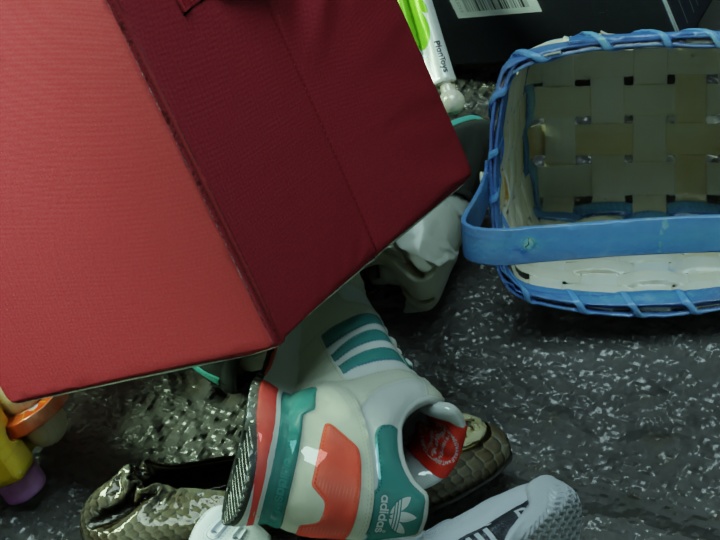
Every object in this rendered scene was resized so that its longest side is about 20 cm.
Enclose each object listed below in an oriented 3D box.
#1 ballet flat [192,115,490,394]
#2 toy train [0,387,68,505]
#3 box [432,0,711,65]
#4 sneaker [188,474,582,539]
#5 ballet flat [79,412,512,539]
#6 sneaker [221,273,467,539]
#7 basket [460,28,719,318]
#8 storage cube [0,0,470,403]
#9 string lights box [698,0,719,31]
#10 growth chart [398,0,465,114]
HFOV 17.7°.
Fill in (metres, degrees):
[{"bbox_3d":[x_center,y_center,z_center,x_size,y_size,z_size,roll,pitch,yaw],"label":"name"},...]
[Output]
[{"bbox_3d":[0.000,0.000,1.140,0.199,0.068,0.069,-32,57,-9],"label":"ballet flat"},{"bbox_3d":[-0.182,0.025,1.060,0.055,0.150,0.201,-20,51,26],"label":"toy train"},{"bbox_3d":[0.109,-0.209,1.261,0.199,0.104,0.183,0,43,38],"label":"box"},{"bbox_3d":[-0.004,0.133,0.987,0.199,0.075,0.115,-36,52,-23],"label":"sneaker"},{"bbox_3d":[-0.030,0.093,1.044,0.198,0.047,0.067,-12,14,-2],"label":"ballet flat"},{"bbox_3d":[-0.001,0.061,1.003,0.093,0.071,0.200,15,23,1],"label":"sneaker"},{"bbox_3d":[0.141,-0.044,1.088,0.175,0.140,0.200,-1,14,8],"label":"basket"},{"bbox_3d":[-0.087,-0.069,1.012,0.199,0.181,0.171,-12,19,39],"label":"storage cube"},{"bbox_3d":[0.263,-0.193,1.297,0.102,0.059,0.201,10,46,19],"label":"string lights box"},{"bbox_3d":[-0.046,-0.099,1.177,0.199,0.018,0.146,-21,79,-7],"label":"growth chart"}]
